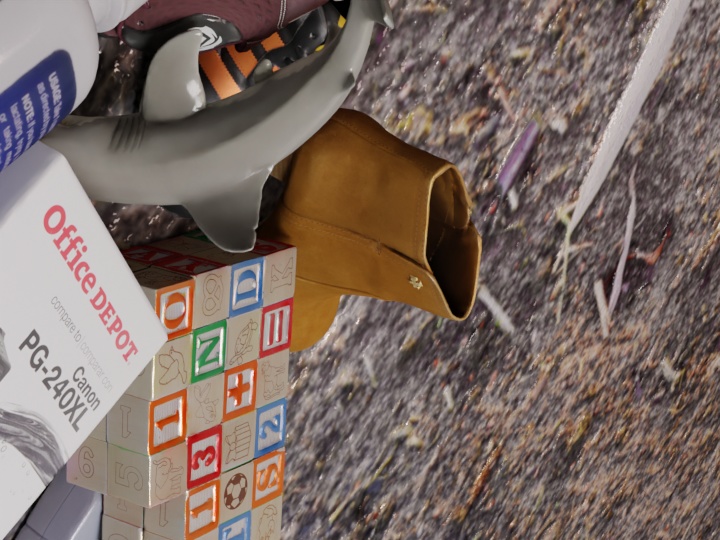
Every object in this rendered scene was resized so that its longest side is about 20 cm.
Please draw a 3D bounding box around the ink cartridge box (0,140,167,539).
[{"bbox_3d":[-0.187,0.046,0.736,0.200,0.083,0.145,-52,149,-20],"label":"ink cartridge box"}]

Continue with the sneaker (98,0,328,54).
[{"bbox_3d":[-0.098,-0.150,0.758,0.115,0.076,0.200,-35,131,30],"label":"sneaker"}]

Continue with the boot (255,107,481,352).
[{"bbox_3d":[0.000,-0.001,0.955,0.071,0.144,0.202,-41,144,-30],"label":"boot"}]

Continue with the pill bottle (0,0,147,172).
[{"bbox_3d":[-0.169,-0.086,0.654,0.200,0.120,0.120,-44,146,-26],"label":"pill bottle"}]

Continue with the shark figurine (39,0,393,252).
[{"bbox_3d":[-0.046,-0.058,0.779,0.214,0.090,0.128,-26,144,28],"label":"shark figurine"}]

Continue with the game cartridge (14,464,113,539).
[{"bbox_3d":[-0.162,0.200,0.985,0.133,0.040,0.200,13,103,-55],"label":"game cartridge"}]

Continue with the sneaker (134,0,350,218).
[{"bbox_3d":[-0.042,-0.108,0.854,0.070,0.090,0.201,0,114,-56],"label":"sneaker"}]

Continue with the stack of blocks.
[{"bbox_3d":[-0.095,0.087,0.924,0.115,0.058,0.201,-20,118,-53],"label":"stack of blocks"}]
